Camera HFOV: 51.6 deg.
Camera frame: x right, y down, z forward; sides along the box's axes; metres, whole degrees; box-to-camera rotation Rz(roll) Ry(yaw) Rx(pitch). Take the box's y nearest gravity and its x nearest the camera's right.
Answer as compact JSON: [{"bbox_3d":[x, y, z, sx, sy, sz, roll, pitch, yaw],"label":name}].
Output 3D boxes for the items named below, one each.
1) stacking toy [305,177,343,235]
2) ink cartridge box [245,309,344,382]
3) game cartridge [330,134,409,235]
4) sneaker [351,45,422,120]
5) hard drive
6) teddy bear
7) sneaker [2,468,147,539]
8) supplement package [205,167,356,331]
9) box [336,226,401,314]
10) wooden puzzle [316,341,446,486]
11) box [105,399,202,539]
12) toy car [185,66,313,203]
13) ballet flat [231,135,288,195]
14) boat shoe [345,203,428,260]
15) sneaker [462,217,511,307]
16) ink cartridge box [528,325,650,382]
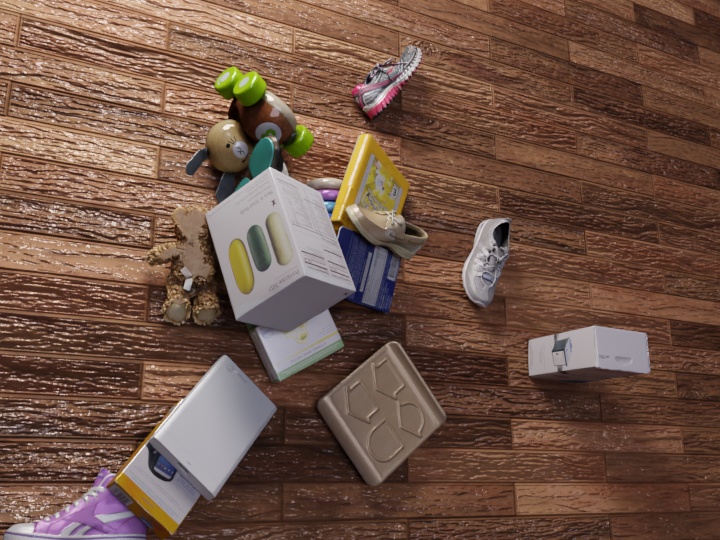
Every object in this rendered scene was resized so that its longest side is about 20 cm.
[{"bbox_3d":[-0.063,-0.065,1.381,0.084,0.085,0.203,5,77,-26],"label":"stacking toy"},{"bbox_3d":[-0.134,0.077,1.321,0.144,0.048,0.202,-25,91,-30],"label":"ink cartridge box"},{"bbox_3d":[0.022,-0.126,1.420,0.176,0.032,0.202,43,55,-47],"label":"game cartridge"},{"bbox_3d":[0.060,-0.404,1.538,0.075,0.080,0.201,41,62,-9],"label":"sneaker"},{"bbox_3d":[-0.230,0.246,1.195,0.132,0.026,0.200,47,40,-9],"label":"hard drive"},{"bbox_3d":[-0.287,-0.005,1.260,0.143,0.067,0.203,-16,90,-21],"label":"teddy bear"},{"bbox_3d":[-0.412,0.350,1.089,0.199,0.072,0.116,11,66,-35],"label":"sneaker"},{"bbox_3d":[-0.133,-0.029,1.232,0.150,0.151,0.202,20,44,-57],"label":"supplement package"},{"bbox_3d":[0.000,0.000,1.356,0.199,0.032,0.123,22,80,-52],"label":"box"},{"bbox_3d":[0.037,0.259,1.364,0.199,0.046,0.186,-35,93,-26],"label":"wooden puzzle"},{"bbox_3d":[-0.285,0.296,1.157,0.119,0.041,0.200,47,39,-9],"label":"box"},{"bbox_3d":[-0.215,-0.223,1.313,0.201,0.157,0.164,-52,129,-7],"label":"toy car"},{"bbox_3d":[-0.170,-0.158,1.290,0.068,0.200,0.069,-5,58,-40],"label":"ballet flat"},{"bbox_3d":[0.050,-0.081,1.355,0.199,0.065,0.073,27,29,-45],"label":"boat shoe"},{"bbox_3d":[0.265,-0.024,1.538,0.074,0.082,0.202,21,67,-21],"label":"sneaker"},{"bbox_3d":[0.461,0.175,1.518,0.145,0.200,0.087,9,72,-25],"label":"ink cartridge box"}]
